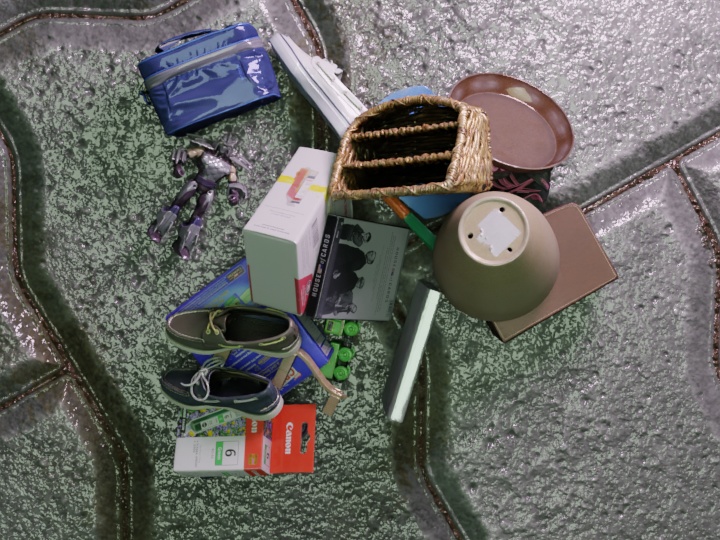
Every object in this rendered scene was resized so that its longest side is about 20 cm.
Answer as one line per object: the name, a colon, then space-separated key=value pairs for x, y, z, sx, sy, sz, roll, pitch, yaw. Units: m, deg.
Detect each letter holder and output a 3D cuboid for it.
letter holder: x=0.263 y=-0.003 z=1.568 sx=0.200 sy=0.101 sz=0.142 roll=-30 pitch=93 yaw=1

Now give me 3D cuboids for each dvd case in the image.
dvd case: x=0.000 y=0.000 z=1.522 sx=0.025 sy=0.200 sz=0.151 roll=16 pitch=95 yaw=33

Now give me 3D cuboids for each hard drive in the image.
hard drive: x=0.076 y=0.118 z=1.555 sx=0.026 sy=0.132 sz=0.201 roll=17 pitch=94 yaw=-5

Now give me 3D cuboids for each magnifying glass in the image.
magnifying glass: x=0.087 y=-0.069 z=1.574 sx=0.200 sy=0.080 sz=0.022 roll=45 pitch=91 yaw=5

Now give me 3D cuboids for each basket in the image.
basket: x=0.067 y=-0.173 z=1.426 sx=0.199 sy=0.149 sz=0.143 roll=-1 pitch=94 yaw=32

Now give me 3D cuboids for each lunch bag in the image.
lunch bag: x=-0.229 y=-0.284 z=1.506 sx=0.199 sy=0.136 sz=0.133 roll=-20 pitch=95 yaw=1

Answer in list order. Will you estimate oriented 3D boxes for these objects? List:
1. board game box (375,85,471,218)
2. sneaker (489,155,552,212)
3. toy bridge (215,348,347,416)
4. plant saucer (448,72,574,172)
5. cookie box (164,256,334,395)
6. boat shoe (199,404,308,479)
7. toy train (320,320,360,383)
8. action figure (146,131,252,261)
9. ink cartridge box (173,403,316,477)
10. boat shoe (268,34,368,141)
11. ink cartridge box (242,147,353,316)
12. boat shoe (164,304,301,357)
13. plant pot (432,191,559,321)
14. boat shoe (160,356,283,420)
board game box: x=0.093 y=-0.183 z=1.577 sx=0.200 sy=0.039 sz=0.158 roll=38 pitch=88 yaw=-11
sneaker: x=0.208 y=-0.130 z=1.553 sx=0.199 sy=0.079 sz=0.096 roll=-6 pitch=112 yaw=-21
toy bridge: x=-0.110 y=0.142 z=1.507 sx=0.200 sy=0.027 sz=0.067 roll=26 pitch=104 yaw=3
plant saucer: x=0.220 y=-0.215 z=1.528 sx=0.200 sy=0.201 sz=0.035 roll=19 pitch=138 yaw=-4
cookie box: x=-0.166 y=0.098 z=1.559 sx=0.171 sy=0.075 sz=0.200 roll=-35 pitch=95 yaw=14
boat shoe: x=-0.166 y=0.268 z=1.579 sx=0.200 sy=0.093 sz=0.075 roll=-22 pitch=96 yaw=0
toy train: x=-0.026 y=0.076 z=1.595 sx=0.056 sy=0.042 sz=0.201 roll=13 pitch=95 yaw=7
action figure: x=-0.241 y=-0.121 z=1.550 sx=0.130 sy=0.069 sz=0.200 roll=28 pitch=99 yaw=-17
ink cartridge box: x=-0.169 y=0.243 z=1.502 sx=0.199 sy=0.050 sz=0.109 roll=-3 pitch=68 yaw=11
boat shoe: x=-0.056 y=-0.282 z=1.540 sx=0.067 sy=0.074 sz=0.200 roll=-37 pitch=88 yaw=-3
ink cartridge box: x=-0.086 y=-0.060 z=1.476 sx=0.083 sy=0.200 sz=0.145 roll=14 pitch=136 yaw=16
boat shoe: x=-0.186 y=0.081 z=1.473 sx=0.201 sy=0.060 sz=0.072 roll=5 pitch=60 yaw=6
plant pot: x=0.186 y=-0.035 z=1.418 sx=0.187 sy=0.200 sz=0.188 roll=-1 pitch=80 yaw=7
boat shoe: x=-0.208 y=0.168 z=1.484 sx=0.199 sy=0.075 sz=0.062 roll=12 pitch=140 yaw=26
